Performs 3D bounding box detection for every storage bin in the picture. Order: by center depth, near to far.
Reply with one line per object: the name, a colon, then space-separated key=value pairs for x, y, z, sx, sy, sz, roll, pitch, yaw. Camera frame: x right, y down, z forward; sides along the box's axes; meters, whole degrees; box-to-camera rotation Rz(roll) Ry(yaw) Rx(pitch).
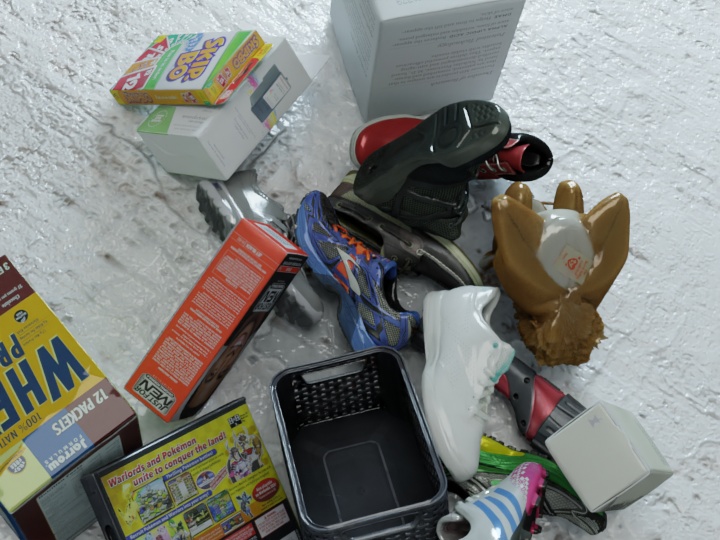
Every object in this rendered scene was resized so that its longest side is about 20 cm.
storage bin: x=-0.002 y=0.182 z=1.185 sx=0.134 sy=0.094 sz=0.201 roll=-13 pitch=44 yaw=-6

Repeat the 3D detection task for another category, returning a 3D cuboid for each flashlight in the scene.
flashlight: x=0.139 y=0.112 z=1.298 sx=0.199 sy=0.068 sz=0.068 roll=35 pitch=47 yaw=14

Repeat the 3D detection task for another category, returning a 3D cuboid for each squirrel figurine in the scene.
squirrel figurine: x=0.187 y=0.006 z=1.304 sx=0.140 sy=0.187 sz=0.202 roll=-9 pitch=95 yaw=-12

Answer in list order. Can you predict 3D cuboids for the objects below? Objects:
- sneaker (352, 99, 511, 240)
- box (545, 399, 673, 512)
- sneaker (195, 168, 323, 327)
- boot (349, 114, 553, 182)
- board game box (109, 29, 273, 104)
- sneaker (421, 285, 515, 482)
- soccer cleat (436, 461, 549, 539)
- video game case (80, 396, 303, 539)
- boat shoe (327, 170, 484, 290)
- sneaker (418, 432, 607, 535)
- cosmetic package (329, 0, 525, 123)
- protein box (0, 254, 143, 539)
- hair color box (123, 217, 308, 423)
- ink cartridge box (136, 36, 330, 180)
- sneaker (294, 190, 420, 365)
sneaker: x=0.095 y=-0.098 z=1.258 sx=0.114 sy=0.199 sz=0.077 roll=33 pitch=49 yaw=-28
box: x=0.242 y=0.180 z=1.198 sx=0.068 sy=0.200 sz=0.082 roll=-37 pitch=69 yaw=11
sneaker: x=-0.091 y=-0.032 z=1.327 sx=0.082 sy=0.075 sz=0.201 roll=-29 pitch=74 yaw=-23
boot: x=0.098 y=-0.127 z=1.330 sx=0.198 sy=0.144 sz=0.073 roll=1 pitch=97 yaw=-24
board game box: x=-0.185 y=-0.220 z=1.361 sx=0.199 sy=0.030 sz=0.096 roll=10 pitch=55 yaw=44
sneaker: x=0.110 y=0.102 z=1.211 sx=0.088 sy=0.075 sz=0.202 roll=-13 pitch=60 yaw=19
soccer cleat: x=0.117 y=0.219 z=1.119 sx=0.086 sy=0.200 sz=0.070 roll=10 pitch=107 yaw=14
video game case: x=-0.141 y=0.233 z=1.141 sx=0.199 sy=0.025 sz=0.182 roll=-23 pitch=90 yaw=-50
boat shoe: x=0.043 y=-0.026 z=1.347 sx=0.201 sy=0.072 sz=0.066 roll=40 pitch=72 yaw=17
sneaker: x=0.148 y=0.222 z=1.247 sx=0.199 sy=0.078 sz=0.086 roll=19 pitch=71 yaw=12
cosmetic package: x=0.067 y=-0.295 z=1.399 sx=0.164 sy=0.200 sz=0.166 roll=-12 pitch=67 yaw=-11
protein box: x=-0.311 y=0.134 z=1.154 sx=0.135 sy=0.200 sz=0.199 roll=-37 pitch=74 yaw=-21
hair color box: x=-0.139 y=0.049 z=1.227 sx=0.061 sy=0.101 sz=0.201 roll=37 pitch=95 yaw=9
ink cartridge box: x=-0.136 y=-0.195 z=1.371 sx=0.117 sy=0.067 sz=0.200 roll=11 pitch=54 yaw=45
sneaker: x=0.000 y=0.000 z=1.310 sx=0.078 sy=0.075 sz=0.201 roll=-33 pitch=79 yaw=19
